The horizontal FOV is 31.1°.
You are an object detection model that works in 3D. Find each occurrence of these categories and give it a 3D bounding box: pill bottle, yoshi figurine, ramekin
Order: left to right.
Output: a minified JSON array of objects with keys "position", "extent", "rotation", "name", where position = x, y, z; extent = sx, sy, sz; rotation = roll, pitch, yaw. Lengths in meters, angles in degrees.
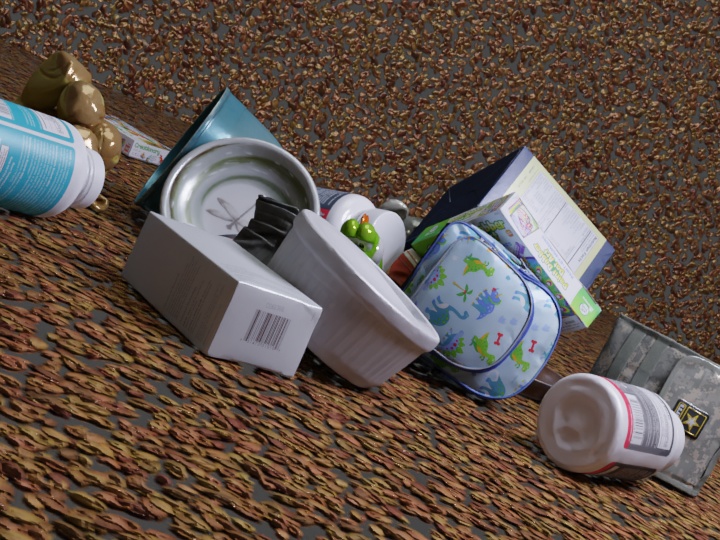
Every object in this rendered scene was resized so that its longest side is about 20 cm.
[{"position":[-0.371,-0.120,1.388],"extent":[0.111,0.111,0.199],"rotation":[31,8,38],"name":"pill bottle"},{"position":[-0.040,-0.055,1.860],"extent":[0.199,0.120,0.119],"rotation":[12,-3,37],"name":"pill bottle"},{"position":[-0.017,0.037,1.373],"extent":[0.202,0.094,0.202],"rotation":[43,6,-6],"name":"ramekin"},{"position":[-0.011,0.010,1.689],"extent":[0.200,0.112,0.113],"rotation":[84,-14,-63],"name":"yoshi figurine"},{"position":[0.298,0.185,1.500],"extent":[0.110,0.111,0.199],"rotation":[31,9,39],"name":"pill bottle"}]

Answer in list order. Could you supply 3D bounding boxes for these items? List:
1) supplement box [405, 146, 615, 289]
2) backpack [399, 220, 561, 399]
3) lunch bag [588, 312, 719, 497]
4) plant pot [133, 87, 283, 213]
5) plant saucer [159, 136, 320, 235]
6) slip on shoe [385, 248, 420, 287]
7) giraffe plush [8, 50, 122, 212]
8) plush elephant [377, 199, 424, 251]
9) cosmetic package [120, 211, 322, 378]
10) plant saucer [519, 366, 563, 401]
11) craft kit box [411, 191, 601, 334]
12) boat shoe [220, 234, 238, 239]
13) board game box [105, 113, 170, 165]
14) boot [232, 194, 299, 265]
[{"position":[0.208,-0.033,1.830],"extent":[0.200,0.134,0.200],"rotation":[47,-31,-10],"name":"supplement box"},{"position":[0.146,0.059,1.604],"extent":[0.200,0.183,0.147],"rotation":[37,1,0],"name":"backpack"},{"position":[0.395,0.177,1.686],"extent":[0.200,0.165,0.117],"rotation":[31,4,42],"name":"lunch bag"},{"position":[-0.173,-0.111,1.757],"extent":[0.188,0.200,0.200],"rotation":[39,4,-13],"name":"plant pot"},{"position":[-0.151,-0.070,1.621],"extent":[0.199,0.201,0.050],"rotation":[26,-25,5],"name":"plant saucer"},{"position":[0.100,0.064,1.761],"extent":[0.201,0.061,0.074],"rotation":[57,1,18],"name":"slip on shoe"},{"position":[-0.365,-0.151,1.603],"extent":[0.199,0.174,0.162],"rotation":[-10,-23,28],"name":"giraffe plush"},{"position":[0.072,-0.012,1.954],"extent":[0.164,0.156,0.200],"rotation":[24,8,-12],"name":"plush elephant"},{"position":[-0.142,0.021,1.291],"extent":[0.112,0.082,0.200],"rotation":[20,8,-38],"name":"cosmetic package"},{"position":[0.209,0.138,1.852],"extent":[0.199,0.035,0.200],"rotation":[25,6,-3],"name":"plant saucer"},{"position":[0.191,0.007,1.721],"extent":[0.198,0.048,0.200],"rotation":[54,-34,-10],"name":"craft kit box"},{"position":[-0.100,-0.012,1.538],"extent":[0.198,0.072,0.063],"rotation":[8,34,6],"name":"boat shoe"},{"position":[-0.440,-0.248,2.376],"extent":[0.199,0.035,0.126],"rotation":[30,9,33],"name":"board game box"},{"position":[-0.135,-0.031,1.476],"extent":[0.199,0.131,0.068],"rotation":[25,8,-4],"name":"boot"}]
